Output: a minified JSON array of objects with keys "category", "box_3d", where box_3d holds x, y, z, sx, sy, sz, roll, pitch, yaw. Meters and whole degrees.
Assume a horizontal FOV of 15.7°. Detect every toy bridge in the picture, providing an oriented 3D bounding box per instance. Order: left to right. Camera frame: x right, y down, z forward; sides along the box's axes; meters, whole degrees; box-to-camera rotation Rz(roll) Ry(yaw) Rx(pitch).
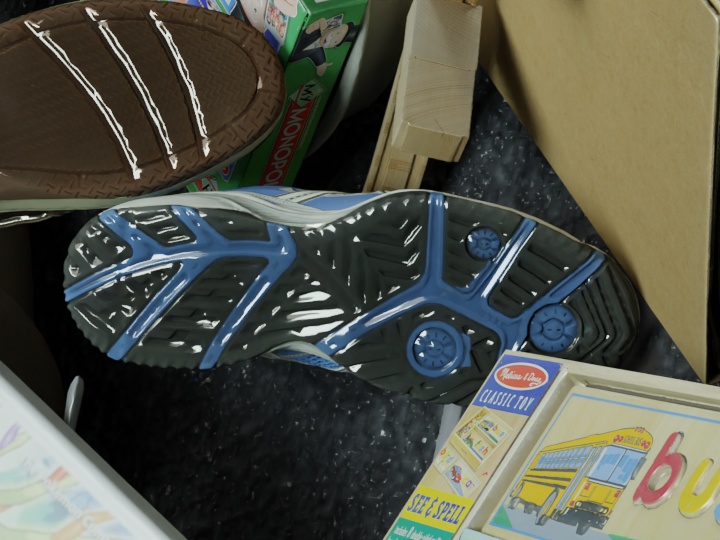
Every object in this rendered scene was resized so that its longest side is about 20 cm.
[{"category":"toy bridge","box_3d":[0.028,-0.070,0.923,0.200,0.027,0.067,113,166,-54]}]

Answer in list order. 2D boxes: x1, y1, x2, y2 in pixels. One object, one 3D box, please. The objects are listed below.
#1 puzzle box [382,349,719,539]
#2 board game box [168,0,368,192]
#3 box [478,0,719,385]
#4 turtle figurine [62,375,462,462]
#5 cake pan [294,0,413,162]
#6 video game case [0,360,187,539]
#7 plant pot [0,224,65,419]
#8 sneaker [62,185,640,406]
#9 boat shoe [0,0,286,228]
[{"category":"puzzle box","box_3d":[0.063,0.091,0.780,0.133,0.025,0.200,-56,22,-12]},{"category":"board game box","box_3d":[-0.072,-0.130,1.014,0.200,0.029,0.135,59,148,26]},{"category":"box","box_3d":[0.080,-0.083,0.880,0.021,0.164,0.200,-19,47,-13]},{"category":"turtle figurine","box_3d":[-0.051,0.147,0.880,0.200,0.144,0.194,-43,46,24]},{"category":"cake pan","box_3d":[-0.038,-0.142,1.017,0.200,0.037,0.201,33,130,50]},{"category":"video game case","box_3d":[-0.160,0.116,0.867,0.200,0.022,0.183,40,97,29]},{"category":"plant pot","box_3d":[-0.211,0.012,1.079,0.200,0.200,0.175,-28,37,30]},{"category":"sneaker","box_3d":[0.000,0.000,0.918,0.199,0.077,0.076,9,103,6]},{"category":"boat shoe","box_3d":[-0.127,-0.051,0.946,0.201,0.075,0.075,-9,83,-1]}]
